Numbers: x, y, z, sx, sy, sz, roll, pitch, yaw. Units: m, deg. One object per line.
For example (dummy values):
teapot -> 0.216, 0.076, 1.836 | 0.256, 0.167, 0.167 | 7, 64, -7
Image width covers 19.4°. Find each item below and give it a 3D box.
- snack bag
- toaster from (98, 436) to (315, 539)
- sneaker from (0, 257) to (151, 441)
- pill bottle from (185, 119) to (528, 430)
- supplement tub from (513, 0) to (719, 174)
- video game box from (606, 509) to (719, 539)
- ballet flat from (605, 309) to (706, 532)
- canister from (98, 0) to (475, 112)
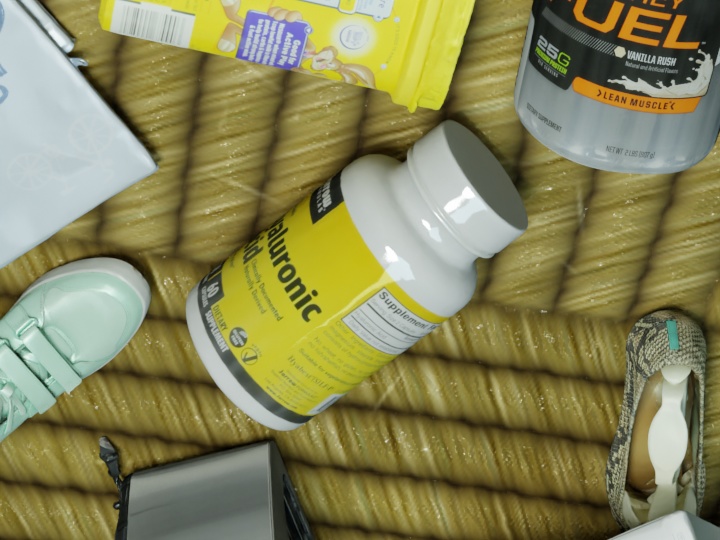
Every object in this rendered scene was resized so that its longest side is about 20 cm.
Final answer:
snack bag -> -0.243, -0.088, 1.264 | 0.188, 0.021, 0.200 | -32, 118, 18
toaster -> -0.089, 0.225, 1.379 | 0.118, 0.181, 0.201 | -16, 123, 5
sneaker -> -0.214, 0.078, 1.314 | 0.200, 0.118, 0.074 | -33, 117, 17
pill bottle -> 0.000, 0.000, 1.275 | 0.200, 0.111, 0.111 | -37, 117, 19
supplement tub -> 0.160, -0.165, 1.166 | 0.122, 0.123, 0.201 | 6, 122, -6
video game box -> 0.157, 0.219, 1.392 | 0.182, 0.047, 0.200 | -23, 161, 15
ballet flat -> 0.196, 0.123, 1.381 | 0.067, 0.075, 0.201 | 0, 123, 2
canister -> -0.036, -0.181, 1.172 | 0.199, 0.087, 0.149 | 12, 122, -7
